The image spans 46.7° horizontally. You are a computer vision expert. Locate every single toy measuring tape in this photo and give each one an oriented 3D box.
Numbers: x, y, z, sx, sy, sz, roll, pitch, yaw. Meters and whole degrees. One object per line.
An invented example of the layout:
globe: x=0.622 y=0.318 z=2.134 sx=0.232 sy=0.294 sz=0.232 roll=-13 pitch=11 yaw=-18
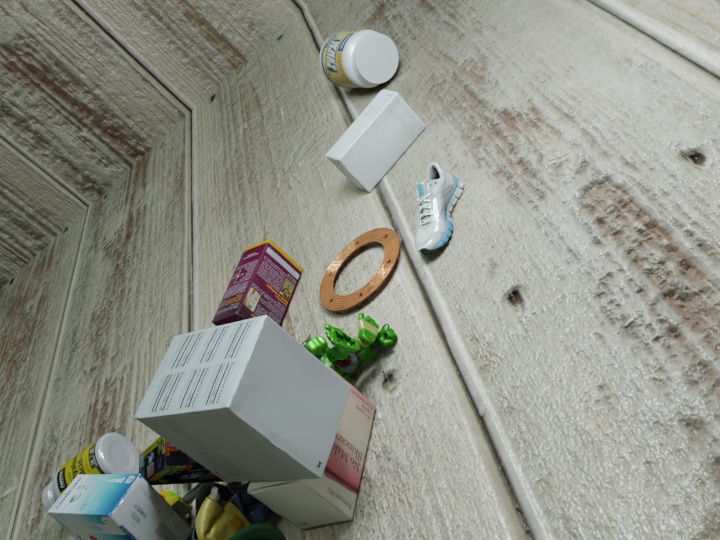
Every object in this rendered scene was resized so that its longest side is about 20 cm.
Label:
toy measuring tape: x=-0.324 y=0.404 z=1.495 sx=0.200 sy=0.074 sz=0.074 roll=-45 pitch=30 yaw=3

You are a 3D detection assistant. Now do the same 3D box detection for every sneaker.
sneaker: x=-0.241 y=0.412 z=1.372 sx=0.081 sy=0.075 sz=0.200 roll=-45 pitch=29 yaw=3
sneaker: x=0.126 y=-0.117 z=1.530 sx=0.075 sy=0.087 sz=0.200 roll=-19 pitch=41 yaw=37

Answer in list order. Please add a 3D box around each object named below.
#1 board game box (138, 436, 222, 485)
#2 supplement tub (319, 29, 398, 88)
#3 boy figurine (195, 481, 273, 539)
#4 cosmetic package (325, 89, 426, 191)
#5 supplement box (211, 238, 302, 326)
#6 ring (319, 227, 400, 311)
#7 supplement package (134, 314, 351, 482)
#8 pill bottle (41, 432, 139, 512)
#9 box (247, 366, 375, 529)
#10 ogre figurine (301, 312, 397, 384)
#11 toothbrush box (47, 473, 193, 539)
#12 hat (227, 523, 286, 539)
board game box: x=-0.256 y=0.304 z=1.343 sx=0.200 sy=0.165 sz=0.057 roll=139 pitch=131 yaw=-58
supplement tub: x=-0.004 y=-0.545 z=2.153 sx=0.145 sy=0.145 sz=0.200 roll=-52 pitch=30 yaw=-9
boy figurine: x=-0.202 y=0.390 z=1.271 sx=0.064 sy=0.125 sz=0.200 roll=-14 pitch=19 yaw=49
cosmetic package: x=0.033 y=-0.284 z=1.825 sx=0.200 sy=0.113 sz=0.081 roll=-47 pitch=30 yaw=-5
supplement box: x=-0.211 y=0.050 z=1.734 sx=0.086 sy=0.110 sz=0.200 roll=-19 pitch=40 yaw=40
ring: x=0.000 y=0.000 z=1.617 sx=0.200 sy=0.019 sz=0.201 roll=-31 pitch=34 yaw=24
supplement package: x=-0.161 y=0.185 z=1.165 sx=0.200 sy=0.191 sz=0.147 roll=-14 pitch=44 yaw=39
pill bottle: x=-0.560 y=0.430 z=1.722 sx=0.200 sy=0.111 sz=0.111 roll=-37 pitch=31 yaw=18
box: x=-0.069 y=0.269 z=1.269 sx=0.109 sy=0.128 sz=0.200 roll=-22 pitch=38 yaw=34
ogre figurine: x=-0.036 y=0.141 z=1.364 sx=0.120 sy=0.098 sz=0.200 roll=-50 pitch=-8 yaw=29
toothbrush box: x=-0.399 y=0.416 z=1.384 sx=0.200 sy=0.147 sz=0.085 roll=-11 pitch=33 yaw=42
hat: x=-0.217 y=0.441 z=1.192 sx=0.176 sy=0.166 sz=0.200 roll=5 pitch=75 yaw=42
